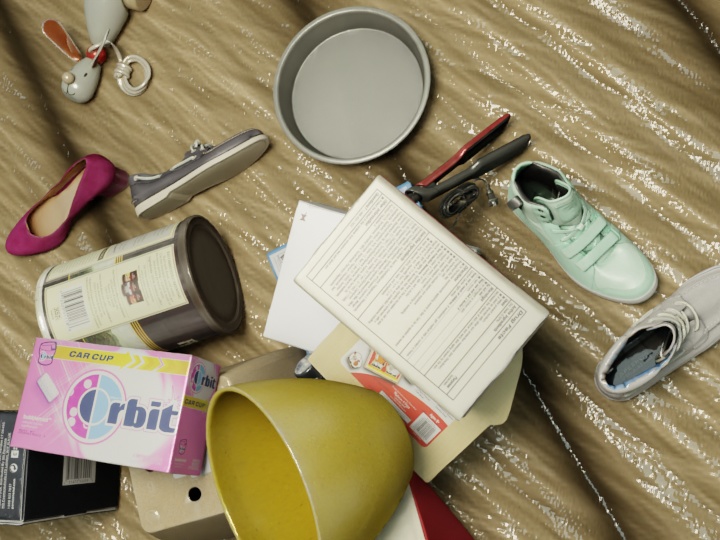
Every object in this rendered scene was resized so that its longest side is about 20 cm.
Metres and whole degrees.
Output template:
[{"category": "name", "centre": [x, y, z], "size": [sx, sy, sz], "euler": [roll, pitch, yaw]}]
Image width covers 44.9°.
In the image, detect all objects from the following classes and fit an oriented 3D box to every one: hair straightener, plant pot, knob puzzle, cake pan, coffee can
[{"category": "hair straightener", "centre": [0.124, -0.101, 0.977], "size": [0.200, 0.041, 0.077], "euler": [-36, 73, -27]}, {"category": "plant pot", "centre": [-0.160, 0.202, 0.982], "size": [0.200, 0.177, 0.200], "euler": [-18, 77, 13]}, {"category": "knob puzzle", "centre": [0.076, 0.081, 0.890], "size": [0.219, 0.030, 0.220], "euler": [0, 89, 7]}, {"category": "plant pot", "centre": [-0.035, 0.183, 0.814], "size": [0.142, 0.200, 0.200], "euler": [-17, 73, -33]}, {"category": "cake pan", "centre": [-0.009, -0.225, 1.077], "size": [0.200, 0.037, 0.201], "euler": [-2, 82, 15]}, {"category": "coffee can", "centre": [-0.263, 0.032, 1.052], "size": [0.200, 0.146, 0.147], "euler": [-18, 78, 12]}]

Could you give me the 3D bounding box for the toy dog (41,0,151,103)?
[{"category": "toy dog", "centre": [-0.353, -0.332, 1.157], "size": [0.132, 0.096, 0.201], "euler": [-2, 81, 15]}]

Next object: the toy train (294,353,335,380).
[{"category": "toy train", "centre": [-0.014, 0.182, 0.951], "size": [0.200, 0.085, 0.114], "euler": [47, 72, -25]}]

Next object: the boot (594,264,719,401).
[{"category": "boot", "centre": [0.330, 0.065, 0.911], "size": [0.200, 0.096, 0.074], "euler": [-44, 74, 5]}]

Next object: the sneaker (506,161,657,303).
[{"category": "sneaker", "centre": [0.235, -0.040, 0.941], "size": [0.200, 0.118, 0.074], "euler": [41, 92, 16]}]

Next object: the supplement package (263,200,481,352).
[{"category": "supplement package", "centre": [0.016, 0.023, 0.971], "size": [0.200, 0.111, 0.156], "euler": [16, 95, 9]}]

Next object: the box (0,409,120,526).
[{"category": "box", "centre": [-0.422, 0.228, 1.037], "size": [0.196, 0.200, 0.124], "euler": [-3, 79, 14]}]

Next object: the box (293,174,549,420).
[{"category": "box", "centre": [0.057, 0.024, 0.824], "size": [0.200, 0.109, 0.128], "euler": [40, 93, 6]}]

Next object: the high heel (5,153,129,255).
[{"category": "high heel", "centre": [-0.402, -0.087, 1.133], "size": [0.200, 0.096, 0.067], "euler": [-36, 74, 7]}]

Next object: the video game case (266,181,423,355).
[{"category": "video game case", "centre": [0.000, 0.000, 1.052], "size": [0.200, 0.018, 0.143], "euler": [-26, 75, 10]}]

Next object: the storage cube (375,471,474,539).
[{"category": "storage cube", "centre": [0.034, 0.329, 0.872], "size": [0.171, 0.200, 0.180], "euler": [-33, 116, 8]}]

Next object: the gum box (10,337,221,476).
[{"category": "gum box", "centre": [-0.254, 0.138, 0.891], "size": [0.200, 0.066, 0.114], "euler": [4, 76, 19]}]

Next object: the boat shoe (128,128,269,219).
[{"category": "boat shoe", "centre": [-0.210, -0.136, 1.102], "size": [0.200, 0.073, 0.063], "euler": [-28, 79, 14]}]
